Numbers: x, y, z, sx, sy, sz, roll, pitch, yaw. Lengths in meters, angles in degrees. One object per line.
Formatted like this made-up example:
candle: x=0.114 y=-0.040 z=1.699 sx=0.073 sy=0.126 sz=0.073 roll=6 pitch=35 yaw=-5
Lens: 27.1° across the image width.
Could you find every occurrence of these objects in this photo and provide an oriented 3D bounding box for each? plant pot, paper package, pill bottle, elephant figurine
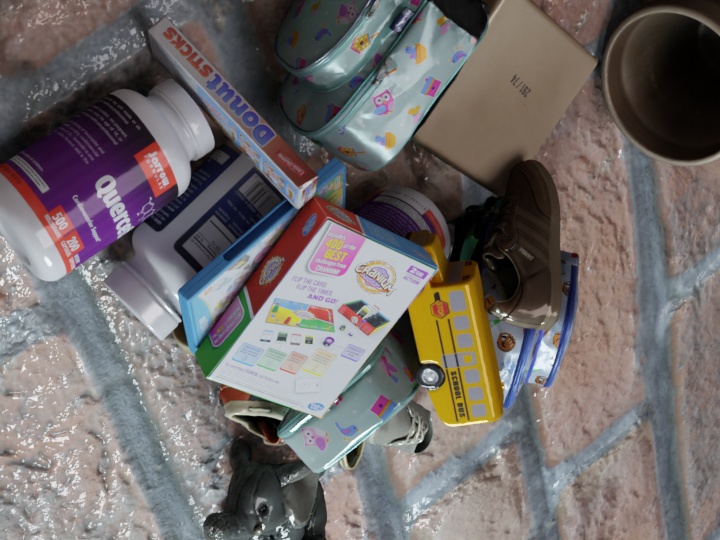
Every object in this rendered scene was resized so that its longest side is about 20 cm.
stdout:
plant pot: x=0.414 y=-0.247 z=1.789 sx=0.174 sy=0.200 sz=0.201 roll=-35 pitch=139 yaw=-43
paper package: x=0.129 y=-0.205 z=1.601 sx=0.200 sy=0.103 sz=0.191 roll=28 pitch=97 yaw=-50
pill bottle: x=0.000 y=0.000 z=1.581 sx=0.200 sy=0.111 sz=0.112 roll=-40 pitch=142 yaw=-43
pill bottle: x=-0.233 y=-0.087 z=1.344 sx=0.200 sy=0.112 sz=0.113 roll=-37 pitch=137 yaw=-17
elephant figurine: x=-0.104 y=0.256 z=1.685 sx=0.141 sy=0.155 sz=0.200 roll=-20 pitch=143 yaw=-2
pill bottle: x=-0.152 y=-0.030 z=1.461 sx=0.200 sy=0.111 sz=0.111 roll=-44 pitch=139 yaw=-8

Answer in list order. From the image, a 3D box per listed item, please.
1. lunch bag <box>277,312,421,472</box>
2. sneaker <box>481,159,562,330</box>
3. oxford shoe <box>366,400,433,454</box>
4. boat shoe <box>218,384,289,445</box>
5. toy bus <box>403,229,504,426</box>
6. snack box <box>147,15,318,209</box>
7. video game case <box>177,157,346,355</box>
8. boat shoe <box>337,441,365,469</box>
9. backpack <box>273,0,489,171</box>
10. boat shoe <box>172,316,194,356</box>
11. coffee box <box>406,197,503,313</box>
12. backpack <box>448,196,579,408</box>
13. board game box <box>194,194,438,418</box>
lunch bag: x=-0.008 y=0.125 z=1.601 sx=0.160 sy=0.077 sz=0.200 roll=-37 pitch=-173 yaw=22
sneaker: x=0.165 y=-0.035 z=1.568 sx=0.075 sy=0.201 sz=0.070 roll=8 pitch=148 yaw=-19
oxford shoe: x=0.050 y=0.183 z=1.788 sx=0.075 sy=0.058 sz=0.200 roll=-65 pitch=162 yaw=-6
boat shoe: x=-0.099 y=0.160 z=1.653 sx=0.071 sy=0.063 sz=0.200 roll=-13 pitch=152 yaw=16
toy bus: x=0.091 y=0.058 z=1.533 sx=0.078 sy=0.065 sz=0.201 roll=-8 pitch=111 yaw=13
snack box: x=-0.115 y=-0.140 z=1.345 sx=0.024 sy=0.200 sz=0.072 roll=-42 pitch=175 yaw=-12
video game case: x=-0.091 y=-0.010 z=1.432 sx=0.200 sy=0.018 sz=0.143 roll=-41 pitch=163 yaw=-18
boat shoe: x=-0.001 y=0.137 z=1.756 sx=0.073 sy=0.063 sz=0.201 roll=-9 pitch=123 yaw=-38
backpack: x=0.005 y=-0.204 z=1.436 sx=0.153 sy=0.176 sz=0.200 roll=22 pitch=102 yaw=-31
boat shoe: x=-0.109 y=0.066 z=1.602 sx=0.199 sy=0.072 sz=0.065 roll=-11 pitch=146 yaw=-29
coffee box: x=0.143 y=-0.014 z=1.795 sx=0.200 sy=0.044 sz=0.123 roll=-23 pitch=132 yaw=-30
backpack: x=0.161 y=0.057 z=1.663 sx=0.191 sy=0.154 sz=0.200 roll=-65 pitch=164 yaw=-46
board game box: x=-0.042 y=0.039 z=1.438 sx=0.153 sy=0.040 sz=0.200 roll=25 pitch=111 yaw=-39
